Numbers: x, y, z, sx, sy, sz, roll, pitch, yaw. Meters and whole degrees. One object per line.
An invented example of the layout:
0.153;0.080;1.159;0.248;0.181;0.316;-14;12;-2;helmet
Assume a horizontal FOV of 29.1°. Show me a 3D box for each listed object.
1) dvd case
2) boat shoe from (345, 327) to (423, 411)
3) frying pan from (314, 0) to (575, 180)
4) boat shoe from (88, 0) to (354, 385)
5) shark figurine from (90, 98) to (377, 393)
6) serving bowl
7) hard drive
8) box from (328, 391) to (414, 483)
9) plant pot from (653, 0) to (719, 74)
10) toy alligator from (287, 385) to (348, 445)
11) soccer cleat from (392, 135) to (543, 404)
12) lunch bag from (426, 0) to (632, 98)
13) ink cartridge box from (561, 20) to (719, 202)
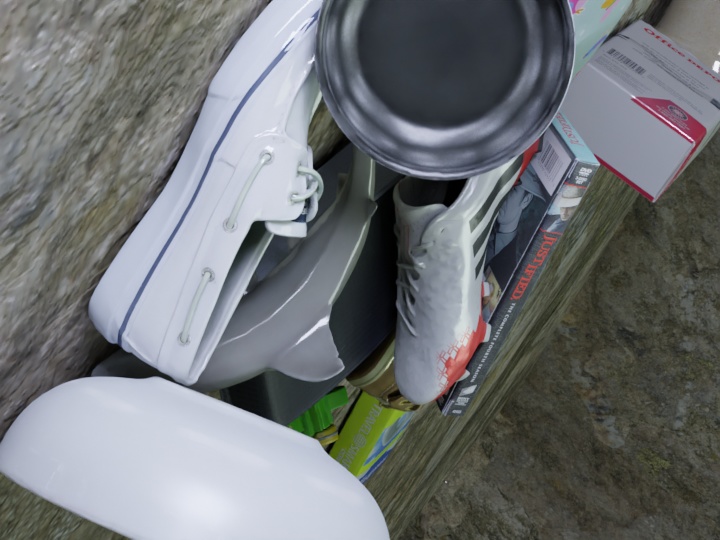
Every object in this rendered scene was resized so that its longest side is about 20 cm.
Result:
0.080;-0.026;0.919;0.202;0.022;0.147;-66;-152;28;dvd case
0.033;0.072;1.070;0.074;0.066;0.200;-53;179;-1;boat shoe
0.019;-0.129;0.596;0.114;0.192;0.031;-26;-164;9;frying pan
-0.048;-0.039;0.647;0.201;0.066;0.073;-58;168;14;boat shoe
-0.025;0.008;0.721;0.128;0.090;0.215;29;105;-44;shark figurine
-0.070;0.096;0.662;0.200;0.198;0.067;51;59;-78;serving bowl
-0.014;0.003;0.859;0.200;0.042;0.136;-43;143;-34;hard drive
0.017;0.172;1.551;0.122;0.047;0.201;-35;156;-58;box
0.442;-0.303;1.614;0.200;0.199;0.186;-24;136;-67;plant pot
-0.065;0.121;1.075;0.054;0.060;0.200;-15;-176;22;toy alligator
0.047;-0.015;0.846;0.084;0.068;0.202;6;108;-43;soccer cleat
0.099;-0.188;0.689;0.201;0.122;0.170;-51;169;15;lunch bag
0.300;-0.173;1.458;0.200;0.144;0.085;-37;161;-54;ink cartridge box
